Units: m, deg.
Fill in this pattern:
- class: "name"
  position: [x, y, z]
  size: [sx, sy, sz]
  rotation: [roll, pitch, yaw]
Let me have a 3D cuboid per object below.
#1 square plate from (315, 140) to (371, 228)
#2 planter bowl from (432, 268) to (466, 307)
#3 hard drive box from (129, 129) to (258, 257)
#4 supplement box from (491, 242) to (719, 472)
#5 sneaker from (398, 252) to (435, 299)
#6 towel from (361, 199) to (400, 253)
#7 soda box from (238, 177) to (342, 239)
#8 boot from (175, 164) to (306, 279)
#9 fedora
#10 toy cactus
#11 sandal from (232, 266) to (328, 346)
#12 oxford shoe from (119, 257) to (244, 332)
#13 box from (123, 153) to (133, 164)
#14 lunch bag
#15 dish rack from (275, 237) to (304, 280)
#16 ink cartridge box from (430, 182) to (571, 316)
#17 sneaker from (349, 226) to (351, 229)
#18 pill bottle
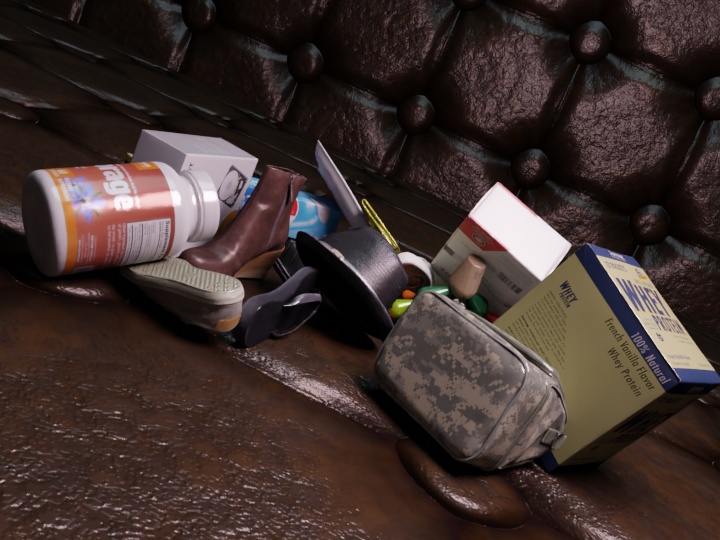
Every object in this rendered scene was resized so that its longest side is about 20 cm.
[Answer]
- class: "square plate"
  position: [-0.012, -0.093, 1.228]
  size: [0.200, 0.028, 0.200]
  rotation: [59, 0, 16]
- class: "planter bowl"
  position: [0.207, 0.038, 1.332]
  size: [0.198, 0.136, 0.201]
  rotation: [23, 15, -6]
- class: "hard drive box"
  position: [-0.242, -0.102, 1.035]
  size: [0.076, 0.158, 0.200]
  rotation: [28, 15, 14]
- class: "supplement box"
  position: [0.292, 0.111, 0.942]
  size: [0.133, 0.200, 0.202]
  rotation: [9, 45, -45]
- class: "sneaker"
  position: [0.077, 0.007, 1.195]
  size: [0.200, 0.072, 0.086]
  rotation: [55, 18, -61]
- class: "towel"
  position: [0.032, -0.056, 1.158]
  size: [0.087, 0.018, 0.200]
  rotation: [54, 1, 7]
- class: "soda box"
  position: [-0.134, -0.099, 1.194]
  size: [0.197, 0.065, 0.068]
  rotation: [13, 18, -20]
- class: "boot"
  position: [-0.160, -0.067, 1.021]
  size: [0.072, 0.168, 0.199]
  rotation: [29, 15, 23]
- class: "fedora"
  position: [0.000, 0.000, 1.038]
  size: [0.201, 0.091, 0.201]
  rotation: [46, -15, 16]
- class: "toy cactus"
  position: [0.139, 0.052, 1.132]
  size: [0.197, 0.166, 0.103]
  rotation: [15, 36, -15]
- class: "sandal"
  position: [-0.088, 0.052, 0.923]
  size: [0.042, 0.077, 0.200]
  rotation: [26, 24, 15]
- class: "oxford shoe"
  position: [-0.208, 0.025, 0.852]
  size: [0.198, 0.059, 0.075]
  rotation: [17, 26, 36]
- class: "box"
  position: [-0.294, -0.130, 1.240]
  size: [0.198, 0.065, 0.070]
  rotation: [12, 18, -43]
- class: "lunch bag"
  position: [0.135, 0.133, 0.883]
  size: [0.199, 0.140, 0.167]
  rotation: [37, 4, 42]
- class: "dish rack"
  position: [-0.041, -0.001, 1.225]
  size: [0.198, 0.055, 0.154]
  rotation: [19, 16, -29]
- class: "ink cartridge box"
  position: [0.209, -0.021, 1.157]
  size: [0.146, 0.083, 0.200]
  rotation: [42, -23, 5]
- class: "sneaker"
  position: [0.036, -0.018, 1.380]
  size: [0.077, 0.078, 0.201]
  rotation: [38, 11, -36]
- class: "pill bottle"
  position: [-0.265, -0.064, 0.845]
  size: [0.198, 0.114, 0.112]
  rotation: [-12, 35, -39]
